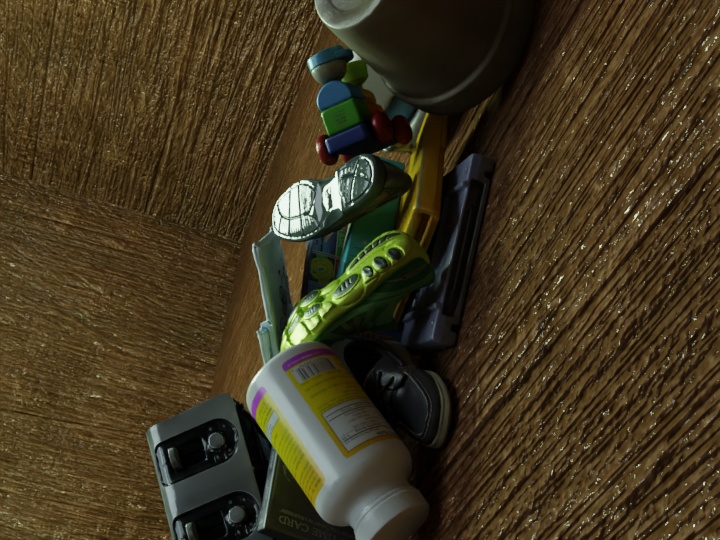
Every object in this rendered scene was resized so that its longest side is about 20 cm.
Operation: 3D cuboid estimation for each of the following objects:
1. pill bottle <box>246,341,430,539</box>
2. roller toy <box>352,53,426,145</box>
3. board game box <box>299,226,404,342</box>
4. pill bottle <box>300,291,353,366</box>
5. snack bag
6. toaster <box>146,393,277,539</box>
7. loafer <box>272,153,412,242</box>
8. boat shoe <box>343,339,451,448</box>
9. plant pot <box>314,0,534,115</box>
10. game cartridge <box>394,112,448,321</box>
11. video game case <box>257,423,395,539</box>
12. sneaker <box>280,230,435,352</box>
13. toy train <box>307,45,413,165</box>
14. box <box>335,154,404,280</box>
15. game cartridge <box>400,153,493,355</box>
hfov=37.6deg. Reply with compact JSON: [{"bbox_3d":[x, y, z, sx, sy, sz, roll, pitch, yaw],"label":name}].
[{"bbox_3d":[-0.020,0.171,1.015,0.200,0.104,0.105,51,134,31],"label":"pill bottle"},{"bbox_3d":[0.056,-0.255,1.341,0.184,0.139,0.200,-64,6,7],"label":"roller toy"},{"bbox_3d":[0.000,0.000,1.270,0.201,0.134,0.035,-85,16,-47],"label":"board game box"},{"bbox_3d":[-0.021,0.064,1.340,0.200,0.112,0.113,-97,25,-63],"label":"pill bottle"},{"bbox_3d":[-0.096,0.053,1.218,0.189,0.021,0.202,-73,-26,-81],"label":"snack bag"},{"bbox_3d":[-0.140,0.252,1.162,0.200,0.118,0.182,64,-174,-65],"label":"toaster"},{"bbox_3d":[-0.023,-0.072,1.173,0.199,0.063,0.073,-20,68,50],"label":"loafer"},{"bbox_3d":[0.033,0.120,1.066,0.200,0.064,0.073,-132,54,-65],"label":"boat shoe"},{"bbox_3d":[0.053,-0.280,1.104,0.199,0.173,0.202,-11,74,42],"label":"plant pot"},{"bbox_3d":[0.059,-0.063,1.186,0.201,0.032,0.177,-77,4,-48],"label":"game cartridge"},{"bbox_3d":[-0.029,0.200,1.116,0.019,0.142,0.201,-36,36,46],"label":"video game case"},{"bbox_3d":[-0.005,0.045,1.087,0.200,0.083,0.074,-38,30,24],"label":"sneaker"},{"bbox_3d":[0.005,-0.186,1.202,0.200,0.084,0.117,-14,-95,-69],"label":"toy train"},{"bbox_3d":[0.009,-0.042,1.225,0.201,0.049,0.083,-79,6,-48],"label":"box"},{"bbox_3d":[0.087,-0.013,1.126,0.130,0.038,0.202,155,130,-70],"label":"game cartridge"}]
